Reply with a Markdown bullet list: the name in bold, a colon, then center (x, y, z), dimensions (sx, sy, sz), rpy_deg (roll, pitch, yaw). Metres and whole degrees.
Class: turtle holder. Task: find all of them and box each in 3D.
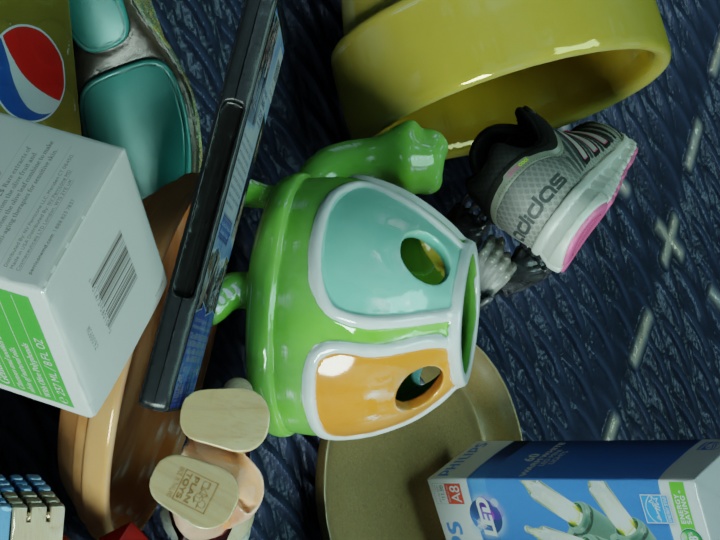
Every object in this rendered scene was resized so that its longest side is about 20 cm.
- **turtle holder**: center (0.000, 0.011, 1.202), dimensions (0.186, 0.131, 0.141), rpy_deg (-65, 154, -62)

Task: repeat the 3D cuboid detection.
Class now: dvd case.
- **dvd case**: center (-0.070, -0.030, 1.059), dimensions (0.143, 0.017, 0.201), rpy_deg (95, 10, -87)

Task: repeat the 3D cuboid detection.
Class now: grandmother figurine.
- **grandmother figurine**: center (-0.078, 0.119, 1.130), dimensions (0.060, 0.200, 0.122), rpy_deg (31, 77, 5)

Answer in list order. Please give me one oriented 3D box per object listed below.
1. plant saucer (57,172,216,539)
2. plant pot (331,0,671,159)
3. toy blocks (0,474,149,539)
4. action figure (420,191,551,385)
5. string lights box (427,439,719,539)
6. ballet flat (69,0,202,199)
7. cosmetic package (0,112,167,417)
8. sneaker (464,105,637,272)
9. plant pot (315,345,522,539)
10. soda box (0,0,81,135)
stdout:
- **plant saucer**: center (-0.115, 0.044, 1.136), dimensions (0.200, 0.037, 0.201), rpy_deg (15, 90, -82)
- **plant pot**: center (0.068, -0.185, 1.324), dimensions (0.200, 0.200, 0.190), rpy_deg (-4, 74, -49)
- **toy blocks**: center (-0.177, 0.162, 1.044), dimensions (0.199, 0.100, 0.137), rpy_deg (2, 100, -23)
- **action figure**: center (0.036, -0.002, 1.321), dimensions (0.200, 0.119, 0.102), rpy_deg (-26, 147, -51)
- **string lights box**: center (0.146, 0.160, 1.326), dimensions (0.059, 0.200, 0.103), rpy_deg (-33, 110, -45)
- **ballet flat**: center (-0.132, -0.120, 1.181), dimensions (0.071, 0.071, 0.201), rpy_deg (-40, 118, -43)
- **cosmetic package**: center (-0.198, -0.020, 0.972), dimensions (0.108, 0.199, 0.085), rpy_deg (77, 33, -54)
- **sneaker**: center (0.112, -0.064, 1.324), dimensions (0.087, 0.074, 0.200), rpy_deg (36, 20, 0)
- **plant pot**: center (0.035, 0.134, 1.373), dimensions (0.200, 0.027, 0.201), rpy_deg (6, 83, -49)
- **soda box**: center (-0.186, -0.063, 1.108), dimensions (0.068, 0.064, 0.201), rpy_deg (-7, 93, -49)
